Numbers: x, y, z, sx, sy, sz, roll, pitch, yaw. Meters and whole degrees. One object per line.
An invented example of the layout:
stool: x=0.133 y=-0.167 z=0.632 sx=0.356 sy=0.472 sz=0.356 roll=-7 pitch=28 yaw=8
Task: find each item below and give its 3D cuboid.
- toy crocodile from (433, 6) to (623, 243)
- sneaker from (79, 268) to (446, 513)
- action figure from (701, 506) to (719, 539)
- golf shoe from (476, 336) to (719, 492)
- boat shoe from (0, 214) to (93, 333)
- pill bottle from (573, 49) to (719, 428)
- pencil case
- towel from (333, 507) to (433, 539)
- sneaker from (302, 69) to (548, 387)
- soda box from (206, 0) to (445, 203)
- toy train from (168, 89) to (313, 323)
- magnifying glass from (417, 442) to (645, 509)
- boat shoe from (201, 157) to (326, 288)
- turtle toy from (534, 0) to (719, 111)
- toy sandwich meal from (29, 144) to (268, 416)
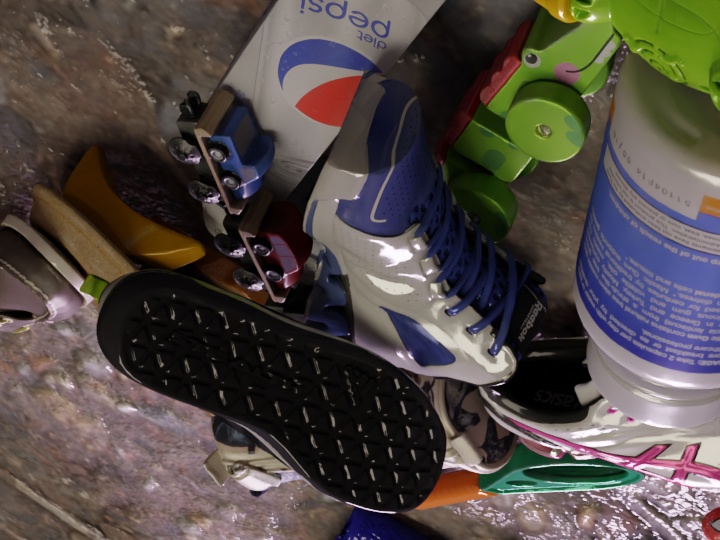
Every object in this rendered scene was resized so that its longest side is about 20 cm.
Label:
toy crocodile: x=0.071 y=-0.073 z=0.839 sx=0.062 sy=0.068 sz=0.200 roll=30 pitch=142 yaw=-5
sneaker: x=-0.045 y=0.049 z=0.857 sx=0.200 sy=0.072 sz=0.083 roll=33 pitch=179 yaw=-18
action figure: x=0.264 y=0.093 z=0.872 sx=0.200 sy=0.052 sz=0.065 roll=-27 pitch=126 yaw=19
golf shoe: x=0.157 y=0.076 z=0.936 sx=0.200 sy=0.073 sz=0.092 roll=2 pitch=164 yaw=27
boat shoe: x=-0.217 y=0.008 z=1.046 sx=0.072 sy=0.060 sz=0.200 roll=52 pitch=162 yaw=-19
pill bottle: x=0.161 y=-0.015 z=0.818 sx=0.112 sy=0.112 sz=0.200 roll=18 pitch=141 yaw=11
pencil case: x=0.001 y=0.093 z=1.057 sx=0.200 sy=0.090 sz=0.078 roll=-10 pitch=130 yaw=37
towel: x=0.058 y=0.254 z=1.241 sx=0.200 sy=0.050 sz=0.148 roll=26 pitch=143 yaw=1
sneaker: x=0.037 y=-0.008 z=0.829 sx=0.115 sy=0.081 sz=0.200 roll=17 pitch=149 yaw=8
soda box: x=-0.013 y=-0.118 z=0.837 sx=0.063 sy=0.068 sz=0.200 roll=33 pitch=141 yaw=-8
toy train: x=-0.048 y=-0.015 z=0.896 sx=0.046 sy=0.034 sz=0.200 roll=5 pitch=140 yaw=27
magnifying glass: x=0.095 y=0.130 z=1.080 sx=0.080 sy=0.022 sz=0.200 roll=15 pitch=160 yaw=-35
boat shoe: x=-0.003 y=0.003 z=0.966 sx=0.202 sy=0.075 sz=0.086 roll=26 pitch=142 yaw=6
turtle toy: x=0.151 y=-0.152 z=0.671 sx=0.146 sy=0.101 sz=0.200 roll=39 pitch=145 yaw=28
toy sandwich meal: x=-0.113 y=0.009 z=1.028 sx=0.205 sy=0.070 sz=0.205 roll=44 pitch=168 yaw=12
